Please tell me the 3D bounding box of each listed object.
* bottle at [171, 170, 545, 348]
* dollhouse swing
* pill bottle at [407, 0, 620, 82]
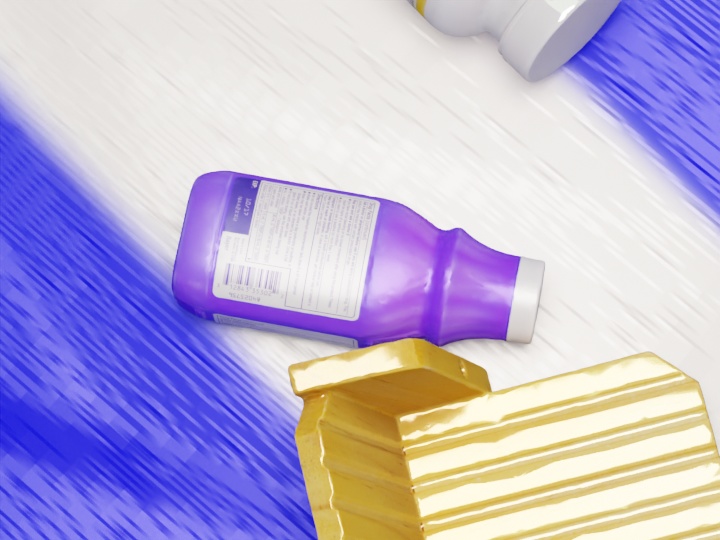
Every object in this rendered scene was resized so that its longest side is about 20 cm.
[{"bbox_3d":[0.000,0.000,1.430,0.199,0.065,0.084,10,75,4],"label":"bottle"},{"bbox_3d":[0.091,0.130,1.346,0.175,0.182,0.201,-18,73,17],"label":"dollhouse swing"},{"bbox_3d":[0.053,-0.203,1.462,0.112,0.112,0.200,-42,77,-10],"label":"pill bottle"}]
